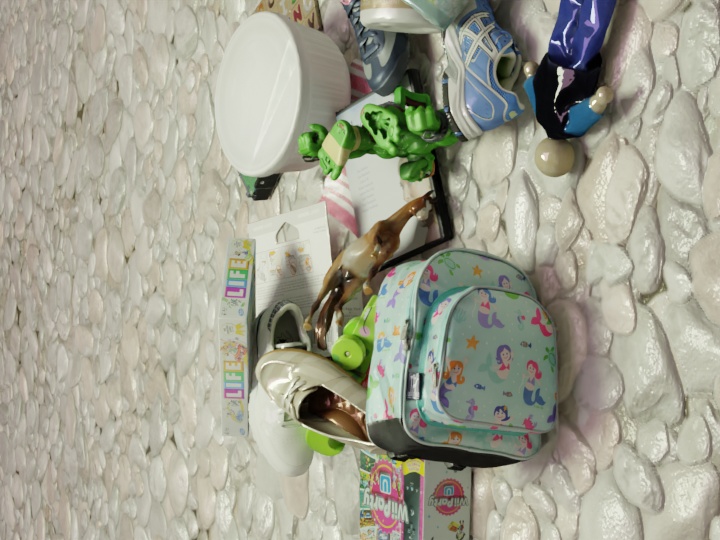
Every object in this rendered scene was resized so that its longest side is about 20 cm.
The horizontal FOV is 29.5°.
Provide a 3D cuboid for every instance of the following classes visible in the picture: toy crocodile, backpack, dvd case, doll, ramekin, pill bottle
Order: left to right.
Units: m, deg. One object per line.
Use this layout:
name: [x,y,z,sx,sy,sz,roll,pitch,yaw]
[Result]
ramekin: [-0.093,-0.214,1.699,0.201,0.093,0.206,-7,81,54]
toy crocodile: [-0.012,0.117,1.528,0.202,0.061,0.068,-64,-3,18]
dvd case: [0.036,-0.112,1.569,0.142,0.017,0.203,-24,72,48]
pill bottle: [0.058,-0.363,1.477,0.111,0.110,0.203,10,98,60]
backpack: [0.100,0.079,1.328,0.150,0.176,0.203,-27,56,54]
doll: [0.199,-0.184,1.281,0.136,0.048,0.203,42,125,55]

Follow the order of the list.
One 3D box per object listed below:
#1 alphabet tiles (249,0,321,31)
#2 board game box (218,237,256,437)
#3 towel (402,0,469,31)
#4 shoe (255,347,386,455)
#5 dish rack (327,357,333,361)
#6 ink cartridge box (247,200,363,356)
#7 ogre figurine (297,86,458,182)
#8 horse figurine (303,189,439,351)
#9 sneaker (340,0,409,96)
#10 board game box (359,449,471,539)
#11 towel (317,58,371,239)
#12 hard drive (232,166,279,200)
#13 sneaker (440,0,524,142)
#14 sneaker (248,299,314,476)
alphabet tiles: [-0.105,-0.323,1.880,0.200,0.007,0.169,-41,54,54]
board game box: [-0.146,0.081,1.630,0.135,0.034,0.202,-89,2,-47]
towel: [0.060,-0.368,1.391,0.199,0.048,0.172,39,101,15]
shoe: [-0.034,0.140,1.466,0.198,0.053,0.071,24,105,22]
dish rack: [-0.050,0.091,1.723,0.200,0.054,0.155,40,124,52]
ink cartridge box: [-0.068,0.018,1.660,0.199,0.044,0.179,-11,82,57]
ogre figurine: [0.037,-0.147,1.464,0.199,0.119,0.099,-35,69,45]
horse figurine: [0.000,0.000,1.502,0.200,0.050,0.133,-49,10,37]
sneaker: [0.005,-0.290,1.568,0.070,0.081,0.202,-37,47,38]
board game box: [0.059,0.227,1.512,0.147,0.063,0.203,0,89,62]
towel: [0.004,-0.142,1.653,0.146,0.030,0.203,39,122,54]
hard drive: [-0.132,-0.214,1.883,0.141,0.037,0.201,63,142,34]
sneaker: [0.127,-0.229,1.409,0.076,0.076,0.203,-12,66,23]
sneaker: [-0.086,0.136,1.576,0.080,0.075,0.203,155,108,-66]
